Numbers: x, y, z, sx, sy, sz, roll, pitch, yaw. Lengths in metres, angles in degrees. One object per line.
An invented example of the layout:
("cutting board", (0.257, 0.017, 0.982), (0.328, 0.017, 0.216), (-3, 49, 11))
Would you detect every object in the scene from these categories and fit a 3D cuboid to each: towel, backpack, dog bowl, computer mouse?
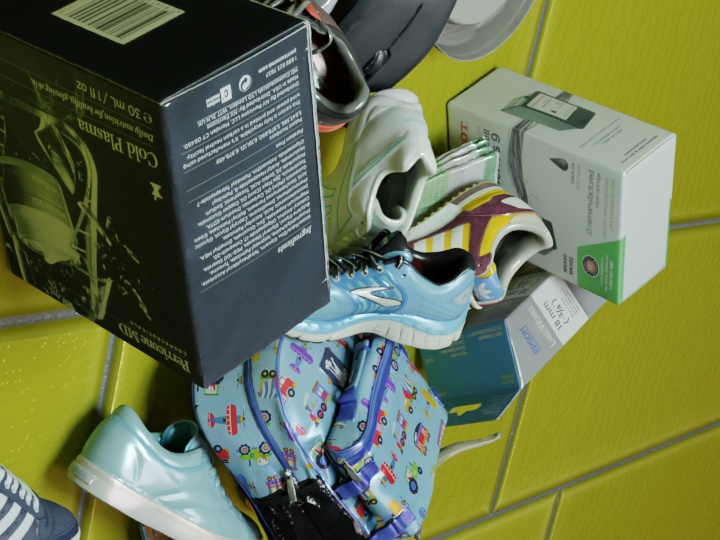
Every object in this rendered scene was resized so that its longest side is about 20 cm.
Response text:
("towel", (0.045, -0.018, 1.299), (0.199, 0.031, 0.150), (-29, 131, -25))
("backpack", (-0.038, 0.107, 1.157), (0.201, 0.133, 0.183), (57, 33, -27))
("dog bowl", (0.087, -0.279, 1.212), (0.199, 0.058, 0.202), (-31, 133, -40))
("computer mouse", (0.026, -0.185, 1.117), (0.137, 0.053, 0.201), (11, 116, -33))

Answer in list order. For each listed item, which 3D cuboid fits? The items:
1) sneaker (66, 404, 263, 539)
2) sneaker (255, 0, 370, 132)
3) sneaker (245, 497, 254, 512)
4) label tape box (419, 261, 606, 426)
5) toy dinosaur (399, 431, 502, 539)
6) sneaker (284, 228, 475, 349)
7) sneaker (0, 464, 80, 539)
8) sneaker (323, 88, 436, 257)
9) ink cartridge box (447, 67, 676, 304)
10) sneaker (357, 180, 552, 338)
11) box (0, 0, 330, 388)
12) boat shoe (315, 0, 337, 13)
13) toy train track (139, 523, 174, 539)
("sneaker", (-0.130, 0.163, 1.124), (0.200, 0.074, 0.082), (37, 83, -47))
("sneaker", (-0.058, -0.179, 0.984), (0.200, 0.082, 0.077), (45, 79, -19))
("sneaker", (-0.031, 0.206, 1.326), (0.200, 0.077, 0.079), (31, 87, -55))
("label tape box", (0.130, 0.062, 1.395), (0.200, 0.144, 0.064), (-42, 103, -32))
("toy dinosaur", (0.028, 0.193, 1.217), (0.048, 0.199, 0.088), (49, 34, -9))
("sneaker", (0.000, 0.000, 1.118), (0.198, 0.079, 0.091), (4, 129, -28))
("sneaker", (-0.252, 0.141, 0.984), (0.199, 0.070, 0.110), (15, 99, -53))
("sneaker", (-0.001, -0.044, 1.158), (0.070, 0.081, 0.201), (5, 131, -28))
("ink cartridge box", (0.179, -0.079, 1.336), (0.084, 0.199, 0.147), (-35, 136, -33))
("sneaker", (0.073, 0.006, 1.257), (0.200, 0.090, 0.075), (-41, 137, -10))
("box", (-0.131, -0.070, 0.907), (0.124, 0.199, 0.198), (-35, 135, -35))
("boat shoe", (-0.063, -0.162, 1.073), (0.202, 0.069, 0.066), (-65, 167, -9))
("toy train track", (-0.169, 0.215, 1.185), (0.114, 0.032, 0.202), (-30, 127, -33))
